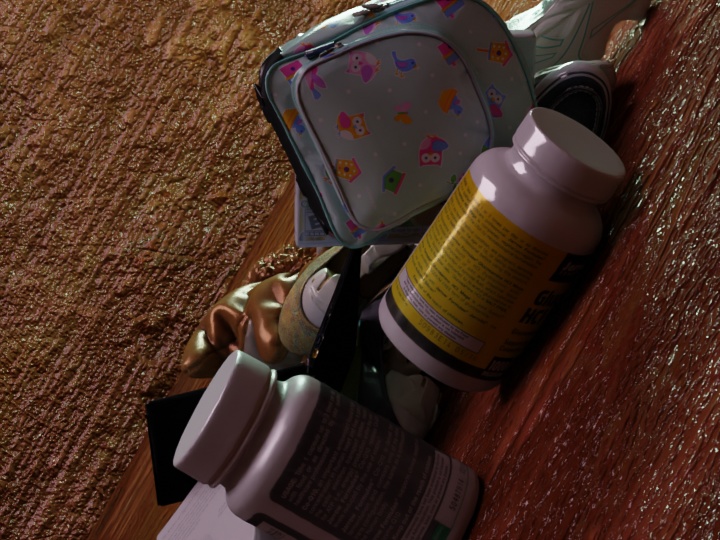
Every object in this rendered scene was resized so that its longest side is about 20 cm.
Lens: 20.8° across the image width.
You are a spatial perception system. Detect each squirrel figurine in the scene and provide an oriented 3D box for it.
[{"bbox_3d":[-0.049,0.023,1.854,0.187,0.141,0.200,-46,18,35],"label":"squirrel figurine"}]

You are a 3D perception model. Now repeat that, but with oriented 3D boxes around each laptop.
[{"bbox_3d":[-0.084,0.087,1.617,0.188,0.115,0.201,94,-166,-58],"label":"laptop"}]

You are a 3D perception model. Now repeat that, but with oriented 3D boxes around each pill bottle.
[{"bbox_3d":[0.108,-0.017,1.458,0.200,0.112,0.113,-57,9,23],"label":"pill bottle"},{"bbox_3d":[-0.025,0.146,1.399,0.113,0.199,0.113,-57,9,15],"label":"pill bottle"}]

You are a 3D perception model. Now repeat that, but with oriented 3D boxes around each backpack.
[{"bbox_3d":[0.038,-0.129,1.531,0.199,0.176,0.153,-27,11,-7],"label":"backpack"}]

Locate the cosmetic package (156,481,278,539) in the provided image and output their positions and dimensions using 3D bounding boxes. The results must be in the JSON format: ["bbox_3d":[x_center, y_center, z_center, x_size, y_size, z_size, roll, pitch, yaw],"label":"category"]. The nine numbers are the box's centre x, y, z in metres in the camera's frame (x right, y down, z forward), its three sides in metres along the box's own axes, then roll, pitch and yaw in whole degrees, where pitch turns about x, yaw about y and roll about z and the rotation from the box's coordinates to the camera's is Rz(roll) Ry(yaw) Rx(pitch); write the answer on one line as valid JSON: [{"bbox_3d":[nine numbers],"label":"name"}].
[{"bbox_3d":[-0.073,0.241,1.522,0.200,0.122,0.201,-54,24,35],"label":"cosmetic package"}]

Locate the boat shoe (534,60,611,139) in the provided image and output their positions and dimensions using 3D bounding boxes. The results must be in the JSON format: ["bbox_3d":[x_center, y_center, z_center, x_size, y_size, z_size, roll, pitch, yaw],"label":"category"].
[{"bbox_3d":[0.145,-0.068,1.584,0.091,0.071,0.201,-86,21,-62],"label":"boat shoe"}]

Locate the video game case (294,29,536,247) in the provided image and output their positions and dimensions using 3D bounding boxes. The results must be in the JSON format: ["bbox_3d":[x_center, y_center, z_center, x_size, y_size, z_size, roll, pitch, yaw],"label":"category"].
[{"bbox_3d":[0.044,-0.109,1.634,0.023,0.199,0.183,-109,19,-66],"label":"video game case"}]

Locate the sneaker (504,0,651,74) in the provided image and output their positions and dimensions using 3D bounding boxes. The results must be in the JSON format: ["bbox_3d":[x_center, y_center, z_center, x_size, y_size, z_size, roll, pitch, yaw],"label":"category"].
[{"bbox_3d":[0.168,-0.197,1.710,0.200,0.080,0.071,-39,24,22],"label":"sneaker"}]

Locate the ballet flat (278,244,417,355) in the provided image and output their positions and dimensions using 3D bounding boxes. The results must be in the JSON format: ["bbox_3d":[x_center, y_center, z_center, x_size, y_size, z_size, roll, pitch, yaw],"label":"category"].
[{"bbox_3d":[0.000,0.000,1.718,0.200,0.071,0.071,-41,12,8],"label":"ballet flat"}]

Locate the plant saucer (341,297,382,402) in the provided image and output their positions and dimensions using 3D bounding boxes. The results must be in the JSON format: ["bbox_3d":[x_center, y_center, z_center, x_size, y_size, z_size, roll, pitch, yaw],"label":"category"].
[{"bbox_3d":[0.025,0.079,1.828,0.200,0.048,0.200,-61,8,-6],"label":"plant saucer"}]

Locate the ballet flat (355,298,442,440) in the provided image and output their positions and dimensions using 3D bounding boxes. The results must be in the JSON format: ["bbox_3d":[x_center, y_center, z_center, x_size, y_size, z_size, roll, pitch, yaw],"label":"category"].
[{"bbox_3d":[0.033,0.093,1.641,0.073,0.073,0.201,-53,25,37],"label":"ballet flat"}]

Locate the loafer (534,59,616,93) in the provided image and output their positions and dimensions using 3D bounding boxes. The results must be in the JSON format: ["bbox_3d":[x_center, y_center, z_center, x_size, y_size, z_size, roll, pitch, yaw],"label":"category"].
[{"bbox_3d":[0.166,-0.129,1.680,0.200,0.070,0.070,143,120,-69],"label":"loafer"}]
